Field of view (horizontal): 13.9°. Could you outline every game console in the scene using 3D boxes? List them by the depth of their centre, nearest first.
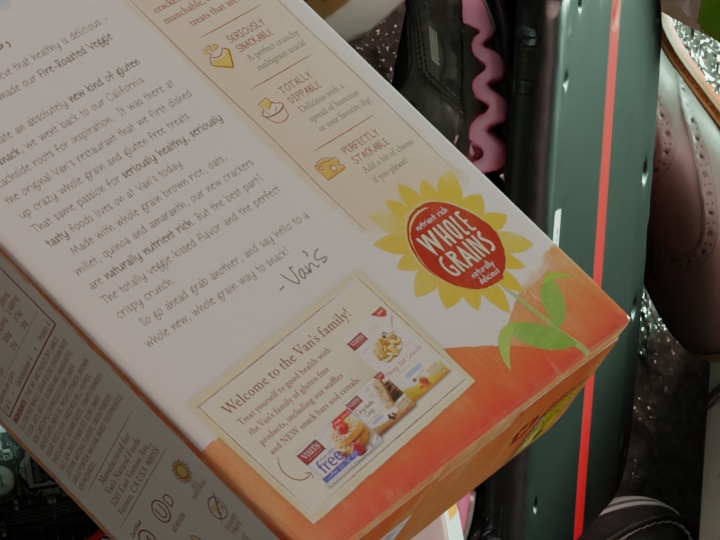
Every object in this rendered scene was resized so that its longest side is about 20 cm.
[{"bbox_3d":[0.067,-0.003,0.988,0.177,0.031,0.200,-25,119,-71],"label":"game console"}]

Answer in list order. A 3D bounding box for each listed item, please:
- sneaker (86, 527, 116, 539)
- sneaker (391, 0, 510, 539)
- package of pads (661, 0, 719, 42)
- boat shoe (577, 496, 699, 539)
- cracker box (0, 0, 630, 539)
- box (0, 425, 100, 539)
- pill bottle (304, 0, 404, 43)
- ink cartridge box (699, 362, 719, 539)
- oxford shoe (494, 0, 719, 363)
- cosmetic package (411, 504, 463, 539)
[{"bbox_3d":[0.001,0.091,0.772,0.201,0.067,0.108,-17,85,-16],"label":"sneaker"},{"bbox_3d":[0.000,0.000,0.951,0.079,0.095,0.200,49,47,-79],"label":"sneaker"},{"bbox_3d":[0.164,-0.201,1.058,0.155,0.068,0.200,-48,155,-43],"label":"package of pads"},{"bbox_3d":[0.072,0.131,1.011,0.200,0.066,0.070,-27,97,-47],"label":"boat shoe"},{"bbox_3d":[-0.048,-0.012,0.758,0.200,0.058,0.134,45,47,12],"label":"cracker box"},{"bbox_3d":[-0.123,0.121,0.794,0.164,0.086,0.200,-4,80,-47],"label":"box"},{"bbox_3d":[-0.068,-0.158,0.928,0.200,0.114,0.114,29,57,-37],"label":"pill bottle"},{"bbox_3d":[0.203,0.081,1.091,0.144,0.084,0.200,44,26,-15],"label":"ink cartridge box"},{"bbox_3d":[0.092,-0.055,1.104,0.073,0.071,0.200,-14,79,-39],"label":"oxford shoe"},{"bbox_3d":[0.000,0.113,0.862,0.101,0.071,0.200,18,62,-87],"label":"cosmetic package"}]
